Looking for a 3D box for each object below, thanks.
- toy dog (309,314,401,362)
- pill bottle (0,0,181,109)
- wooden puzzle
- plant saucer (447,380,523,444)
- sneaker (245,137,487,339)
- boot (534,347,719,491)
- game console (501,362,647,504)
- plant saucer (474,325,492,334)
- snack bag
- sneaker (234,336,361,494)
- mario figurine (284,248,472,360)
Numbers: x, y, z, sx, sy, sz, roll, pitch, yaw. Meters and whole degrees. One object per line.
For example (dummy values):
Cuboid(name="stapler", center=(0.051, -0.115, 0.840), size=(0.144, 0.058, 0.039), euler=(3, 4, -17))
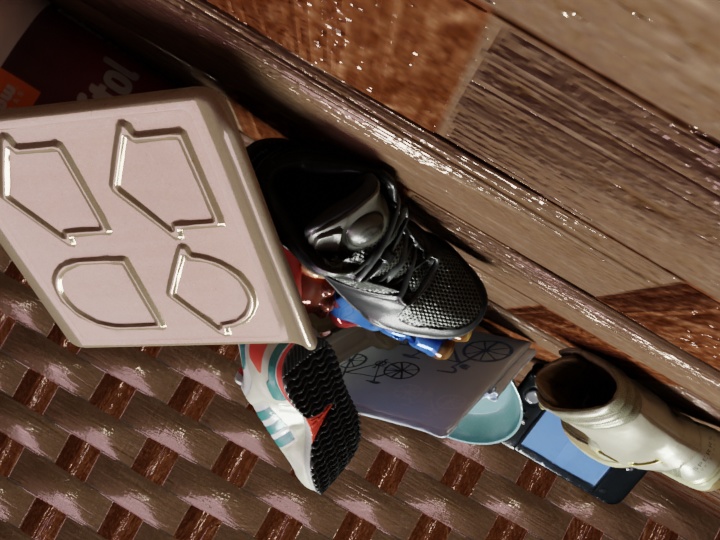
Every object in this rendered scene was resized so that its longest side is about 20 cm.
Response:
Cuboid(name="toy dog", center=(-0.078, 0.006, 0.791), size=(0.200, 0.139, 0.195), euler=(31, 151, 52))
Cuboid(name="pill bottle", center=(-0.197, -0.105, 0.507), size=(0.199, 0.114, 0.113), euler=(31, 175, -21))
Cuboid(name="wooden puzzle", center=(-0.133, -0.026, 0.463), size=(0.198, 0.047, 0.186), euler=(1, 134, 18))
Cuboid(name="plant saucer", center=(0.111, 0.133, 0.949), size=(0.198, 0.036, 0.201), euler=(21, 139, 20))
Cuboid(name="sneaker", center=(0.012, -0.009, 0.479), size=(0.199, 0.076, 0.114), euler=(37, 179, -20))
Cuboid(name="boot", center=(0.215, 0.126, 0.701), size=(0.154, 0.073, 0.200), euler=(31, 170, -19))
Cuboid(name="game console", center=(0.280, 0.207, 0.923), size=(0.199, 0.173, 0.119), euler=(30, -158, -2))
Cuboid(name="plant saucer", center=(0.106, 0.073, 1.017), size=(0.199, 0.038, 0.200), euler=(29, 175, 3))
Cuboid(name="snack bag", center=(0.057, 0.104, 0.784), size=(0.187, 0.022, 0.200), euler=(8, -155, 32))
Cuboid(name="sneaker", center=(-0.061, 0.117, 0.693), size=(0.093, 0.070, 0.201), euler=(26, 144, 34))
Cuboid(name="mario figurine", center=(0.000, 0.000, 0.649), size=(0.198, 0.124, 0.106), euler=(20, -158, -13))
